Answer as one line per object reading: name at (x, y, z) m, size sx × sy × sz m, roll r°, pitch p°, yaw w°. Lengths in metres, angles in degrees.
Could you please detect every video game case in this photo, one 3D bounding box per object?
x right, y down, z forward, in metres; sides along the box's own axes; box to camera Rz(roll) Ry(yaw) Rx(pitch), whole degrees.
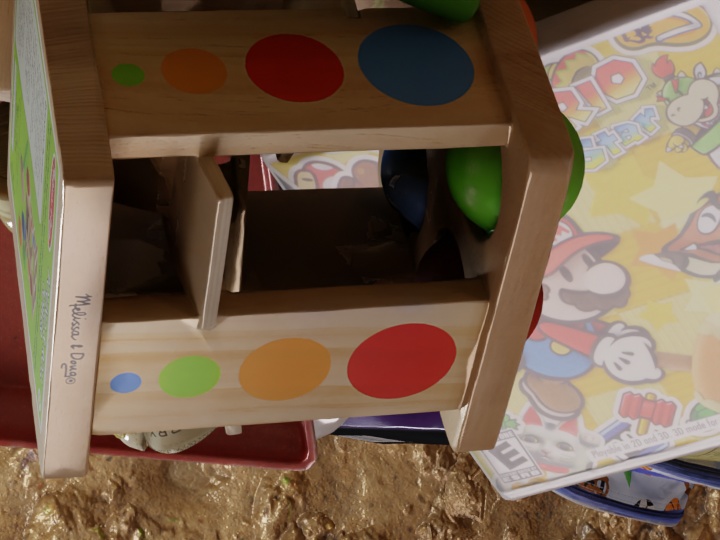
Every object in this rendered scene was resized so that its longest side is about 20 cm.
video game case at (0.092, -0.008, 0.783) m, size 0.199 × 0.023 × 0.182 m, roll -18°, pitch 122°, yaw 30°

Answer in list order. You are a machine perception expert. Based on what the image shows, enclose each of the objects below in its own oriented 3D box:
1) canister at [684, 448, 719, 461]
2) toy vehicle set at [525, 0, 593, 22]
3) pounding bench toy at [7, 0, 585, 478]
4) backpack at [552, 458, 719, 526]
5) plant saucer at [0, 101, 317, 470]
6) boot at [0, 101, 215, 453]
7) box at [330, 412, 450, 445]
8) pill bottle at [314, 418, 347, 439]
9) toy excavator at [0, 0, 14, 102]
canister at (0.152, 0.024, 1.142) m, size 0.199 × 0.150 × 0.086 m, roll 9°, pitch 170°, yaw -41°
toy vehicle set at (0.147, -0.037, 0.783) m, size 0.199 × 0.125 × 0.027 m, roll 4°, pitch -146°, yaw 15°
pounding bench toy at (-0.015, -0.054, 0.641) m, size 0.155 × 0.125 × 0.201 m, roll -3°, pitch 137°, yaw -13°
backpack at (0.152, 0.063, 1.324) m, size 0.199 × 0.155 × 0.190 m, roll 9°, pitch -172°, yaw -32°
plant saucer at (-0.115, -0.014, 0.993) m, size 0.198 × 0.201 × 0.037 m, roll 3°, pitch -154°, yaw 22°
boot at (-0.087, -0.001, 0.852) m, size 0.072 × 0.156 × 0.200 m, roll -15°, pitch -163°, yaw 1°
box at (0.043, 0.023, 1.245) m, size 0.078 × 0.142 × 0.200 m, roll 13°, pitch 170°, yaw -31°
pill bottle at (-0.087, 0.002, 1.176) m, size 0.199 × 0.113 × 0.112 m, roll 27°, pitch 167°, yaw -18°
toy excavator at (-0.194, -0.078, 0.783) m, size 0.199 × 0.101 × 0.194 m, roll 4°, pitch 175°, yaw -18°
